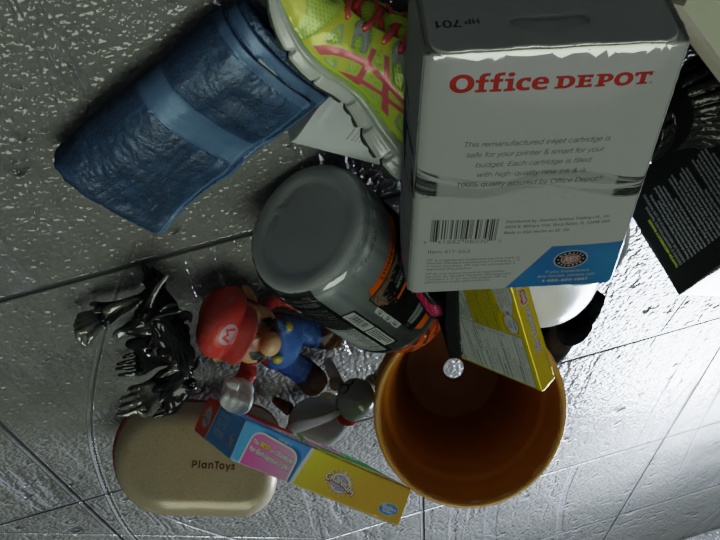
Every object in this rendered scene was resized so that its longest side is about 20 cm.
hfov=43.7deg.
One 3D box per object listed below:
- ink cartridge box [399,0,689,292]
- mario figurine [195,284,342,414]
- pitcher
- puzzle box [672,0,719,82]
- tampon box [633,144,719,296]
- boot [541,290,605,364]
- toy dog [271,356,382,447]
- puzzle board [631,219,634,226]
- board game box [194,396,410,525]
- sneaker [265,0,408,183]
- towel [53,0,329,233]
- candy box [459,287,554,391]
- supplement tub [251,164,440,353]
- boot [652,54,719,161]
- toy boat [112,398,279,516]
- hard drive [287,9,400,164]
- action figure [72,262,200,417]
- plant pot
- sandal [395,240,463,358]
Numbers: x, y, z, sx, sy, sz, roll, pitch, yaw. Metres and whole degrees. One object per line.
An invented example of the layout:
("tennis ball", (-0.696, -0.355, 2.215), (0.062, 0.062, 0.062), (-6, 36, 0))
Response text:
("ink cartridge box", (0.100, -0.082, 0.560), (0.143, 0.087, 0.202), (-3, 139, -2))
("mario figurine", (-0.082, 0.077, 0.902), (0.104, 0.126, 0.199), (-23, 156, 25))
("pitcher", (0.147, -0.028, 0.830), (0.123, 0.169, 0.200), (-59, 170, -9))
("puzzle box", (0.302, -0.213, 0.678), (0.198, 0.025, 0.135), (24, 97, -47))
("tampon box", (0.385, -0.080, 0.871), (0.148, 0.128, 0.200), (3, 144, -45))
("boot", (0.210, 0.120, 1.071), (0.065, 0.167, 0.200), (25, 149, -6))
("toy dog", (-0.050, 0.160, 1.074), (0.095, 0.132, 0.201), (35, 127, -1))
("puzzle board", (0.195, -0.023, 0.987), (0.196, 0.018, 0.152), (-2, 144, -25))
("board game box", (-0.064, 0.199, 0.946), (0.197, 0.041, 0.152), (27, 170, -22))
("sneaker", (0.014, -0.151, 0.602), (0.089, 0.079, 0.200), (-24, 130, 30))
("towel", (-0.124, -0.108, 0.663), (0.198, 0.049, 0.111), (-32, 145, 22))
("candy box", (0.104, 0.011, 0.782), (0.026, 0.101, 0.203), (-37, 125, -24))
("supplement tub", (0.000, 0.000, 0.820), (0.121, 0.124, 0.199), (-28, 148, 17))
("boot", (0.244, -0.132, 0.742), (0.154, 0.081, 0.211), (-17, 178, 2))
("toy boat", (-0.197, 0.216, 1.076), (0.196, 0.134, 0.130), (8, 178, -21))
("hard drive", (0.055, -0.134, 0.734), (0.197, 0.026, 0.132), (9, 139, -36))
("action figure", (-0.204, 0.078, 0.844), (0.101, 0.120, 0.201), (-25, 159, -21))
("plant pot", (0.109, 0.128, 0.989), (0.196, 0.204, 0.183), (-19, -171, 2))
("sandal", (0.055, 0.005, 0.742), (0.044, 0.076, 0.202), (-12, 136, 1))
